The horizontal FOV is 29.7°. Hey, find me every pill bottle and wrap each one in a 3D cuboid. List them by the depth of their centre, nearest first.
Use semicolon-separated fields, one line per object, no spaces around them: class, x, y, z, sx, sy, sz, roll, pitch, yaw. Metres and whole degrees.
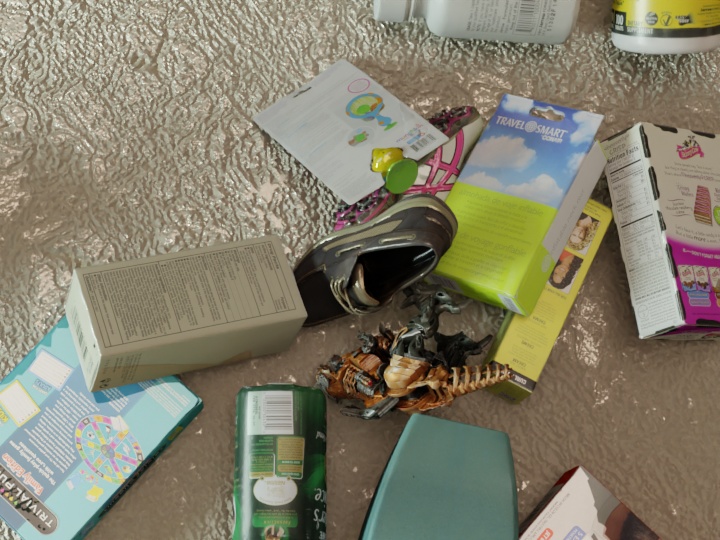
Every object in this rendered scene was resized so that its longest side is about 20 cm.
pill bottle;0.309;-0.322;1.353;0.112;0.112;0.201;-3;106;-6
pill bottle;0.116;-0.291;1.368;0.199;0.114;0.115;3;75;-4

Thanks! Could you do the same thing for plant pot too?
plant pot;0.067;0.240;1.210;0.140;0.141;0.201;12;71;-2

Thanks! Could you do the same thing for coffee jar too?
coffee jar;-0.073;0.208;1.223;0.085;0.104;0.201;1;75;-2

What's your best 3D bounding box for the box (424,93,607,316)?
box;0.148;-0.066;1.297;0.121;0.048;0.201;18;71;35

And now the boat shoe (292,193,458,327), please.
boat shoe;0.000;0.000;1.251;0.074;0.200;0.073;45;32;-18

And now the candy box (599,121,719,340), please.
candy box;0.312;-0.035;1.312;0.136;0.061;0.201;4;72;-40

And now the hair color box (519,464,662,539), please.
hair color box;0.236;0.290;1.248;0.200;0.064;0.111;42;75;5

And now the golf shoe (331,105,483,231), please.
golf shoe;0.058;-0.080;1.339;0.200;0.072;0.092;-48;115;-19

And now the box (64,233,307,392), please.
box;-0.159;0.037;1.242;0.199;0.078;0.095;-9;64;-24

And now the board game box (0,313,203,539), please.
board game box;-0.267;0.147;1.253;0.151;0.047;0.200;41;76;7

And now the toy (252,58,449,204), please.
toy;-0.008;-0.126;1.320;0.115;0.047;0.200;-34;40;-12

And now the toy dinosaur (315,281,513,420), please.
toy dinosaur;0.053;0.092;1.248;0.199;0.103;0.136;18;51;25

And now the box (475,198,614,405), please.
box;0.178;0.026;1.310;0.050;0.075;0.201;26;73;1
